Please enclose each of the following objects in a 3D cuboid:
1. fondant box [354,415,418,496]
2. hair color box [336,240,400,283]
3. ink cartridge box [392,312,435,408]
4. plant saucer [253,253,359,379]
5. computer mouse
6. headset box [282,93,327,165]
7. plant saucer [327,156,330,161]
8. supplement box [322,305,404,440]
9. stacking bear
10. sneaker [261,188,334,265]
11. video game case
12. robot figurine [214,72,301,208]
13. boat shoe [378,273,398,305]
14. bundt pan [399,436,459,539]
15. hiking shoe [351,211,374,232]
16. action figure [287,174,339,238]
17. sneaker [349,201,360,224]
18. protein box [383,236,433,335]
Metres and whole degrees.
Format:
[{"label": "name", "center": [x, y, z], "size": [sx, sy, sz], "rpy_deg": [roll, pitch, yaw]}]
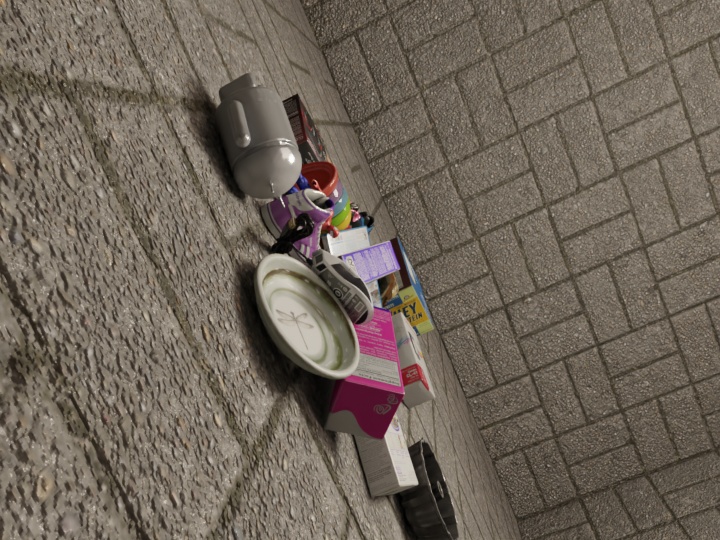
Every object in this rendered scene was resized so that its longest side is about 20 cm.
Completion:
[{"label": "fondant box", "center": [0.033, 0.290, 1.051], "size": [0.144, 0.057, 0.205], "rpy_deg": [46, 24, -65]}, {"label": "hair color box", "center": [-0.018, 0.004, 1.079], "size": [0.198, 0.107, 0.067], "rpy_deg": [-17, 84, -60]}, {"label": "ink cartridge box", "center": [0.119, 0.237, 1.554], "size": [0.148, 0.083, 0.205], "rpy_deg": [53, 19, -54]}, {"label": "plant saucer", "center": [-0.083, 0.072, 0.823], "size": [0.199, 0.050, 0.202], "rpy_deg": [42, 23, -22]}, {"label": "computer mouse", "center": [-0.049, 0.002, 0.923], "size": [0.200, 0.110, 0.044], "rpy_deg": [45, 46, 1]}, {"label": "headset box", "center": [-0.130, -0.274, 1.338], "size": [0.150, 0.073, 0.204], "rpy_deg": [58, 14, -47]}, {"label": "plant saucer", "center": [-0.091, -0.243, 1.599], "size": [0.200, 0.037, 0.205], "rpy_deg": [-24, 91, -81]}, {"label": "supplement box", "center": [-0.002, 0.150, 0.934], "size": [0.202, 0.100, 0.103], "rpy_deg": [-94, -157, -57]}, {"label": "stacking bear", "center": [-0.069, -0.115, 1.239], "size": [0.123, 0.111, 0.203], "rpy_deg": [60, -5, 46]}, {"label": "sneaker", "center": [-0.084, -0.074, 1.049], "size": [0.201, 0.112, 0.074], "rpy_deg": [50, 17, -63]}, {"label": "video game case", "center": [-0.013, 0.018, 1.214], "size": [0.141, 0.017, 0.207], "rpy_deg": [-16, 96, -53]}, {"label": "robot figurine", "center": [-0.158, -0.200, 0.915], "size": [0.205, 0.110, 0.169], "rpy_deg": [70, 15, 13]}, {"label": "boat shoe", "center": [0.053, 0.039, 1.422], "size": [0.200, 0.072, 0.078], "rpy_deg": [128, -51, -66]}, {"label": "bundt pan", "center": [0.126, 0.444, 1.160], "size": [0.203, 0.074, 0.206], "rpy_deg": [-89, 155, -66]}, {"label": "hiking shoe", "center": [0.009, -0.122, 1.730], "size": [0.200, 0.085, 0.076], "rpy_deg": [15, 52, -78]}, {"label": "action figure", "center": [-0.105, -0.140, 1.097], "size": [0.201, 0.066, 0.051], "rpy_deg": [51, -20, -17]}, {"label": "sneaker", "center": [-0.053, -0.146, 1.427], "size": [0.200, 0.093, 0.081], "rpy_deg": [24, 45, -74]}, {"label": "protein box", "center": [0.101, 0.061, 1.688], "size": [0.203, 0.132, 0.200], "rpy_deg": [-102, 166, -46]}]
